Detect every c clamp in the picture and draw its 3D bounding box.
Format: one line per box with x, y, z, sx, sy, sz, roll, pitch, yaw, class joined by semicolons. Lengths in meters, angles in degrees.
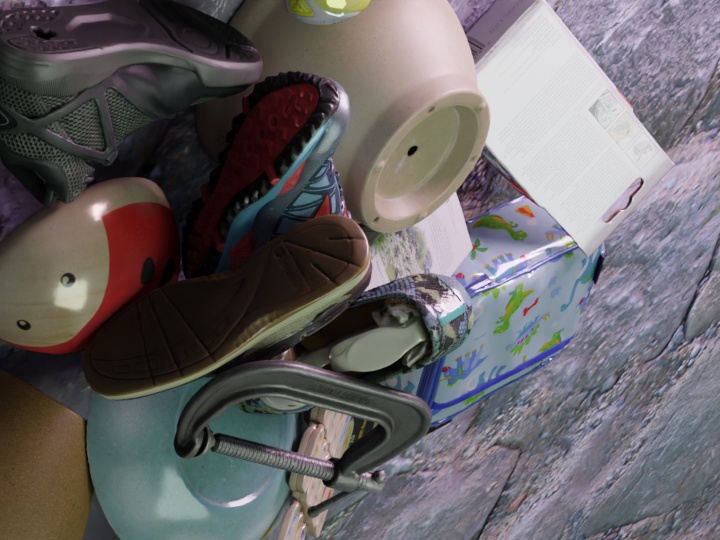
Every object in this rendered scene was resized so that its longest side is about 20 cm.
-0.044;0.116;1.398;0.199;0.027;0.170;23;138;-39;c clamp

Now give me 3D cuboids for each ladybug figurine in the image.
-0.175;0.003;1.375;0.136;0.072;0.200;-46;170;20;ladybug figurine

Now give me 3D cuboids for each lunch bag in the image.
0.106;0.031;1.719;0.199;0.082;0.162;-23;143;-40;lunch bag

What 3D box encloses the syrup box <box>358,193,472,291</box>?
0.000;0.000;1.516;0.200;0.081;0.079;-51;130;-48;syrup box

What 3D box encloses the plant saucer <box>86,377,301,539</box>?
-0.102;0.112;1.471;0.200;0.038;0.203;0;90;-46;plant saucer

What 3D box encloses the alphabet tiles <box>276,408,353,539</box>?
-0.028;0.138;1.598;0.200;0.014;0.197;83;24;-71;alphabet tiles

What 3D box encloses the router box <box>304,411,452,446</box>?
0.033;0.074;1.811;0.156;0.052;0.201;-24;144;-37;router box

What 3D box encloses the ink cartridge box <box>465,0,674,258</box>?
0.149;-0.115;1.643;0.109;0.050;0.200;-46;123;-2;ink cartridge box

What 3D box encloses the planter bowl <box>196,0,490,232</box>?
0.005;-0.112;1.455;0.199;0.135;0.201;-34;150;-23;planter bowl

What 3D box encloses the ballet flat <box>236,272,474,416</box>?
-0.020;0.054;1.387;0.199;0.075;0.074;-25;162;28;ballet flat

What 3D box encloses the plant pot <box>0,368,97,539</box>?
-0.262;0.175;1.429;0.201;0.185;0.187;-59;153;-11;plant pot

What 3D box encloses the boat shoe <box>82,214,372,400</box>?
-0.079;0.036;1.346;0.198;0.074;0.065;-24;147;2;boat shoe

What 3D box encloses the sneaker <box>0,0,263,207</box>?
-0.155;-0.106;1.309;0.198;0.076;0.115;-12;138;-42;sneaker

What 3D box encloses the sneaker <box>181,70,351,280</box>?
-0.044;-0.055;1.372;0.095;0.080;0.200;5;142;-28;sneaker

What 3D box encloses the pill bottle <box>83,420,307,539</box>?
-0.131;0.175;1.651;0.199;0.112;0.113;-22;143;-38;pill bottle

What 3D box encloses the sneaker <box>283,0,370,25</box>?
0.016;-0.244;1.365;0.200;0.075;0.106;-46;137;-41;sneaker
